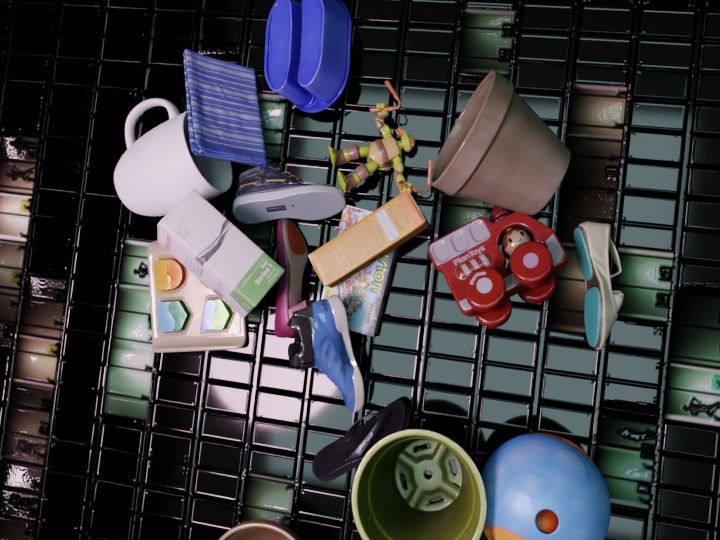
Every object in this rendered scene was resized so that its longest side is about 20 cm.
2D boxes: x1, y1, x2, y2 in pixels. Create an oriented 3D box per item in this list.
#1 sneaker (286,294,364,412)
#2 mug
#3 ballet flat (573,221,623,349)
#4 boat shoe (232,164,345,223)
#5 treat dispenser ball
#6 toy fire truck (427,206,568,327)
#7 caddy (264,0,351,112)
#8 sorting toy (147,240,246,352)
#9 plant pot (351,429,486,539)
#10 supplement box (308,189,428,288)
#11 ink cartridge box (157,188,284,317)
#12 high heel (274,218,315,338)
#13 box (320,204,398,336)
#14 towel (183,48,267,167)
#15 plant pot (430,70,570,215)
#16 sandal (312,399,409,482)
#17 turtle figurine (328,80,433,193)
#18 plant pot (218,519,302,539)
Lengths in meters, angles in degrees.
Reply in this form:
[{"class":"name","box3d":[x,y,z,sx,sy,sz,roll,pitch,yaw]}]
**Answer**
[{"class":"sneaker","box3d":[-0.063,0.151,1.185,0.109,0.077,0.205,-17,109,-15]},{"class":"mug","box3d":[-0.343,-0.199,1.255,0.172,0.147,0.205,-20,89,18]},{"class":"ballet flat","box3d":[0.388,0.021,1.149,0.067,0.069,0.206,-6,85,10]},{"class":"boat shoe","box3d":[-0.123,-0.141,1.240,0.194,0.072,0.093,-4,52,3]},{"class":"treat dispenser ball","box3d":[0.272,0.349,1.080,0.195,0.201,0.207,-1,87,10]},{"class":"toy fire truck","box3d":[0.223,-0.019,1.166,0.197,0.112,0.171,-29,64,7]},{"class":"caddy","box3d":[-0.085,-0.380,1.242,0.138,0.104,0.206,2,87,35]},{"class":"sorting toy","box3d":[-0.297,0.041,1.289,0.180,0.036,0.206,-4,86,11]},{"class":"plant pot","box3d":[0.100,0.337,1.118,0.194,0.190,0.206,-1,86,11]},{"class":"supplement box","box3d":[0.013,-0.049,1.184,0.198,0.066,0.070,-34,81,6]},{"class":"ink cartridge box","box3d":[-0.234,-0.024,1.190,0.199,0.146,0.085,42,71,-6]},{"class":"high heel","box3d":[-0.136,0.012,1.253,0.095,0.067,0.205,-23,69,32]},{"class":"box","box3d":[0.000,0.000,1.235,0.107,0.035,0.206,14,89,11]},{"class":"towel","box3d":[-0.231,-0.278,1.234,0.024,0.142,0.205,-31,62,46]},{"class":"plant pot","box3d":[0.230,-0.182,1.137,0.171,0.200,0.203,29,92,-5]},{"class":"sandal","box3d":[-0.001,0.284,1.195,0.198,0.077,0.043,-36,124,7]},{"class":"turtle figurine","box3d":[0.028,-0.207,1.226,0.157,0.064,0.205,-20,87,-4]},{"class":"plant pot","box3d":[-0.158,0.516,1.207,0.195,0.093,0.207,-1,87,12]}]
